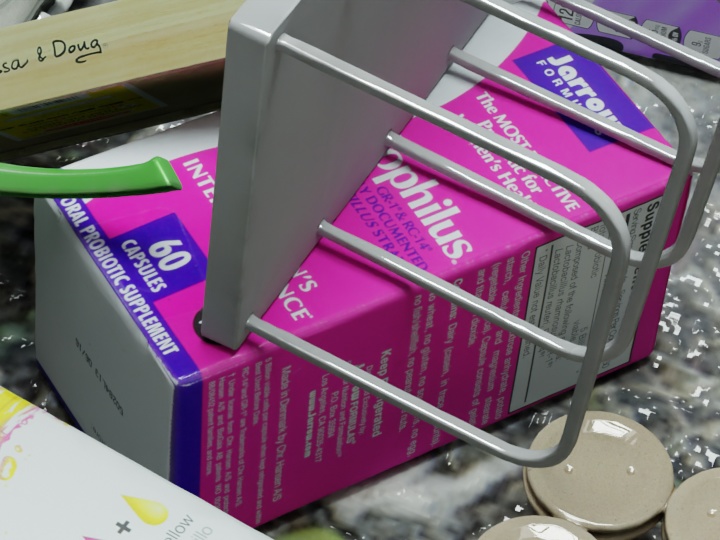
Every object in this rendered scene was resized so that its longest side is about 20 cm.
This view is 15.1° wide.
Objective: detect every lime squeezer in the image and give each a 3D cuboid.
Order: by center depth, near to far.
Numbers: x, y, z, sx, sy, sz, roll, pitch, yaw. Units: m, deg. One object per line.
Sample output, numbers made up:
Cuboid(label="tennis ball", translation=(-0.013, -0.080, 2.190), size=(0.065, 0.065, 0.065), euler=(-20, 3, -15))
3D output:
Cuboid(label="lime squeezer", translation=(-0.145, 0.002, 0.883), size=(0.071, 0.200, 0.038), euler=(56, 19, 9))

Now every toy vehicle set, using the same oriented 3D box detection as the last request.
Cuboid(label="toy vehicle set", translation=(-0.101, -0.064, 0.929), size=(0.200, 0.124, 0.027), euler=(-13, 87, 5))

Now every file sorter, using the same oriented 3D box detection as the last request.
Cuboid(label="file sorter", translation=(0.056, -0.063, 0.830), size=(0.124, 0.139, 0.200), euler=(26, 52, 13))

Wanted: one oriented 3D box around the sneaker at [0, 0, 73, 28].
Cuboid(label="sneaker", translation=(-0.129, -0.142, 1.048), size=(0.075, 0.081, 0.200), euler=(13, 49, 8))

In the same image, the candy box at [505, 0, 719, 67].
Cuboid(label="candy box", translation=(0.066, -0.176, 1.035), size=(0.200, 0.168, 0.072), euler=(14, 48, 7))

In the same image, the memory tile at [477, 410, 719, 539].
Cuboid(label="memory tile", translation=(0.124, 0.130, 0.856), size=(0.200, 0.017, 0.153), euler=(22, 50, 13))

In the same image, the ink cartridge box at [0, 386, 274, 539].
Cuboid(label="ink cartridge box", translation=(-0.124, 0.130, 0.778), size=(0.200, 0.145, 0.145), euler=(27, 53, 18))

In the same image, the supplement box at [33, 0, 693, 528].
Cuboid(label="supplement box", translation=(0.000, 0.000, 0.927), size=(0.200, 0.103, 0.101), euler=(-22, 54, -23))
